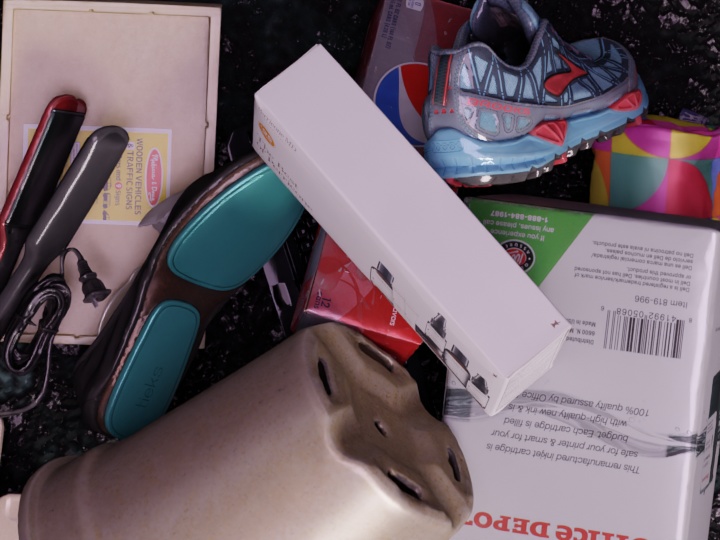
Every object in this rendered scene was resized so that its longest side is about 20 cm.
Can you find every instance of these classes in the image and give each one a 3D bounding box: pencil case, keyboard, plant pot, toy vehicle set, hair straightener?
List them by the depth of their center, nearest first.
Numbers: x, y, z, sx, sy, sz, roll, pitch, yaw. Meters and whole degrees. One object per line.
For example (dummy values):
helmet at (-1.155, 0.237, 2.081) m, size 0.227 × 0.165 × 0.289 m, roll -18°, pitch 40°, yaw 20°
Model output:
plant pot at (-0.047, 0.132, 1.429) m, size 0.183 × 0.200 × 0.200 m, roll -39°, pitch 100°, yaw 21°
hair straightener at (-0.181, 0.005, 1.500) m, size 0.077 × 0.041 × 0.200 m, roll 32°, pitch 98°, yaw 26°
keyboard at (0.000, 0.000, 1.532) m, size 0.104 × 0.040 × 0.200 m, roll -19°, pitch 92°, yaw -25°
toy vehicle set at (-0.146, -0.056, 1.541) m, size 0.124 × 0.027 × 0.200 m, roll 3°, pitch 99°, yaw -4°
pencil case at (0.165, 0.003, 1.544) m, size 0.088 × 0.088 × 0.200 m, roll 3°, pitch 97°, yaw -4°

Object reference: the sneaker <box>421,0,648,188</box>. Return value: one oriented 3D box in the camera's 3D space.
sneaker at (0.098, -0.111, 1.458) m, size 0.079 × 0.200 × 0.096 m, roll -3°, pitch 106°, yaw 29°

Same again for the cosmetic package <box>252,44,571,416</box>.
cosmetic package at (0.023, -0.020, 1.407) m, size 0.051 × 0.083 × 0.200 m, roll -38°, pitch 78°, yaw -15°

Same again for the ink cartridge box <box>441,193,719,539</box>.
ink cartridge box at (0.124, 0.065, 1.470) m, size 0.147 × 0.083 × 0.200 m, roll 9°, pitch 96°, yaw 18°

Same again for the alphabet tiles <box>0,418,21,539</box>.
alphabet tiles at (-0.273, 0.171, 1.544) m, size 0.200 × 0.015 × 0.196 m, roll 4°, pitch 81°, yaw 9°

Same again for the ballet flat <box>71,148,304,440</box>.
ballet flat at (-0.104, 0.001, 1.502) m, size 0.068 × 0.068 × 0.200 m, roll 28°, pitch 102°, yaw -42°

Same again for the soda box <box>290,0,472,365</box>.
soda box at (0.019, -0.052, 1.496) m, size 0.070 × 0.063 × 0.200 m, roll 16°, pitch 73°, yaw -6°
